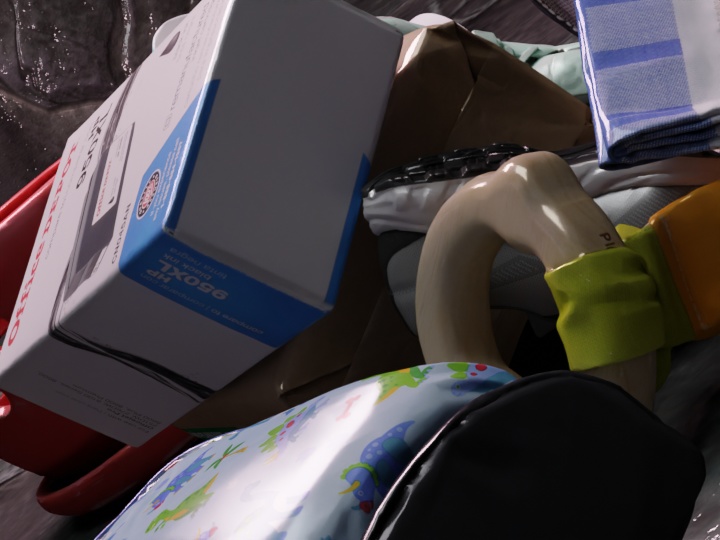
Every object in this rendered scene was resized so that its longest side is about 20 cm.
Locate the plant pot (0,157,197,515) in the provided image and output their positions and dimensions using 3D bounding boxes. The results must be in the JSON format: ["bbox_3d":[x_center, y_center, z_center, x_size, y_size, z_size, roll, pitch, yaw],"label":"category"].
[{"bbox_3d":[-0.179,0.040,1.540,0.200,0.183,0.200,-38,11,9],"label":"plant pot"}]

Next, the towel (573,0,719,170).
[{"bbox_3d":[0.183,-0.108,0.964,0.200,0.024,0.147,-11,45,7],"label":"towel"}]

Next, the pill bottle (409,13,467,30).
[{"bbox_3d":[0.000,-0.065,1.550,0.200,0.116,0.116,-43,11,-22],"label":"pill bottle"}]

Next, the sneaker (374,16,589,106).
[{"bbox_3d":[0.082,-0.112,1.342,0.118,0.074,0.200,-20,-20,37],"label":"sneaker"}]

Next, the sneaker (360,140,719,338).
[{"bbox_3d":[0.104,-0.017,1.006,0.200,0.079,0.074,-8,10,6],"label":"sneaker"}]

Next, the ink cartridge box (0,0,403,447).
[{"bbox_3d":[-0.076,-0.024,1.087,0.200,0.084,0.145,-37,33,54],"label":"ink cartridge box"}]

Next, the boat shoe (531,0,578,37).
[{"bbox_3d":[0.135,-0.097,1.094,0.200,0.075,0.093,22,58,33],"label":"boat shoe"}]

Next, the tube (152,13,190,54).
[{"bbox_3d":[-0.085,-0.040,1.264,0.200,0.050,0.077,97,177,-45],"label":"tube"}]

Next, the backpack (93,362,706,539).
[{"bbox_3d":[-0.007,0.111,0.806,0.163,0.154,0.200,-53,2,-28],"label":"backpack"}]

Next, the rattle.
[{"bbox_3d":[0.084,0.033,0.976,0.143,0.130,0.200,-33,-23,-38],"label":"rattle"}]

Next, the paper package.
[{"bbox_3d":[0.000,0.000,1.147,0.200,0.103,0.191,-11,53,67],"label":"paper package"}]
